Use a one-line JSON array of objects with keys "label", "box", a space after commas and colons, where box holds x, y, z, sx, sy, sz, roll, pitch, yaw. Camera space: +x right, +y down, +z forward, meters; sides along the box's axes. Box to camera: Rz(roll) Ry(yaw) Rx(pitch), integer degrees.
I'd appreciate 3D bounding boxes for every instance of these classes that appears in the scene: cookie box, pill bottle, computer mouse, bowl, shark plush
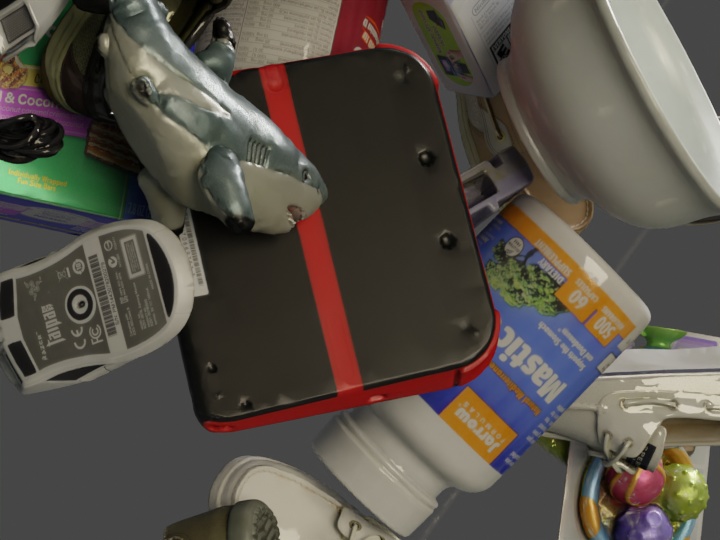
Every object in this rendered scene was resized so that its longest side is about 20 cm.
[{"label": "cookie box", "box": [-0.182, -0.131, 1.245, 0.171, 0.075, 0.201, 12, 78, -27]}, {"label": "pill bottle", "box": [-0.049, -0.109, 1.298, 0.109, 0.109, 0.201, 18, 76, -27]}, {"label": "computer mouse", "box": [-0.176, -0.139, 1.160, 0.044, 0.109, 0.201, 34, 60, -40]}, {"label": "pill bottle", "box": [0.068, 0.061, 1.316, 0.200, 0.112, 0.112, -46, 108, 1]}, {"label": "bowl", "box": [0.141, -0.101, 1.287, 0.201, 0.090, 0.201, 53, 20, -29]}, {"label": "shark plush", "box": [-0.096, -0.100, 1.152, 0.083, 0.091, 0.200, -38, 97, -26]}, {"label": "computer mouse", "box": [-0.163, 0.030, 1.179, 0.044, 0.199, 0.110, 0, 74, -62]}]

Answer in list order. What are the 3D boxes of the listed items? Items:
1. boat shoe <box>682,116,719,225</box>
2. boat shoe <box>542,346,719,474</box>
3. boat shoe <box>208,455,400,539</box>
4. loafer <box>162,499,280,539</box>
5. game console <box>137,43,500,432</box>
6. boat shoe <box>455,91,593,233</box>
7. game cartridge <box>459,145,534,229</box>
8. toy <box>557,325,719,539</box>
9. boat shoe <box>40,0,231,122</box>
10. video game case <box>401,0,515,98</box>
[{"label": "boat shoe", "box": [0.281, -0.078, 1.503, 0.199, 0.073, 0.075, -14, 91, -30]}, {"label": "boat shoe", "box": [0.172, 0.093, 1.389, 0.199, 0.071, 0.070, -3, 67, -7]}, {"label": "boat shoe", "box": [-0.001, 0.178, 1.315, 0.200, 0.069, 0.071, 39, 70, -19]}, {"label": "loafer", "box": [-0.082, 0.231, 1.273, 0.075, 0.069, 0.201, -8, 98, -74]}, {"label": "game console", "box": [-0.024, -0.022, 1.208, 0.176, 0.031, 0.201, -12, 74, -9]}, {"label": "boat shoe", "box": [0.103, -0.111, 1.409, 0.074, 0.066, 0.201, -28, 97, -28]}, {"label": "game cartridge", "box": [0.000, 0.000, 1.303, 0.200, 0.130, 0.038, -30, 81, -28]}, {"label": "toy", "box": [0.192, 0.134, 1.443, 0.115, 0.047, 0.201, 11, 79, -26]}, {"label": "boat shoe", "box": [-0.094, -0.164, 1.187, 0.201, 0.066, 0.072, -56, 137, -3]}, {"label": "video game case", "box": [0.086, -0.238, 1.319, 0.200, 0.045, 0.182, -51, 133, -25]}]
